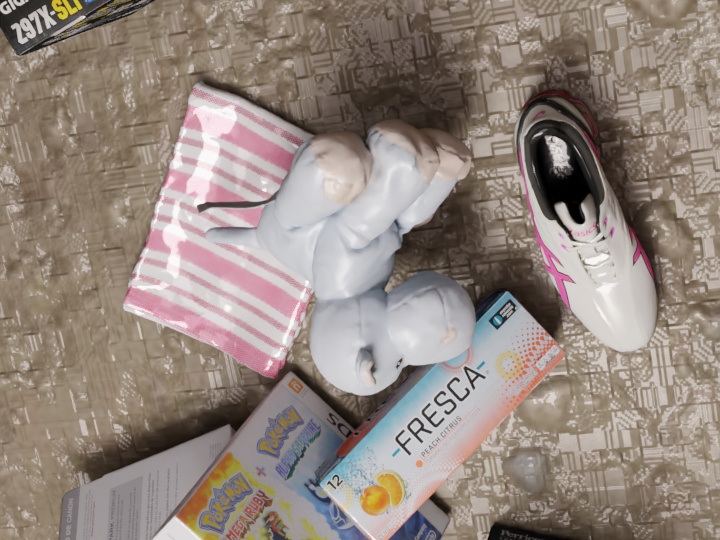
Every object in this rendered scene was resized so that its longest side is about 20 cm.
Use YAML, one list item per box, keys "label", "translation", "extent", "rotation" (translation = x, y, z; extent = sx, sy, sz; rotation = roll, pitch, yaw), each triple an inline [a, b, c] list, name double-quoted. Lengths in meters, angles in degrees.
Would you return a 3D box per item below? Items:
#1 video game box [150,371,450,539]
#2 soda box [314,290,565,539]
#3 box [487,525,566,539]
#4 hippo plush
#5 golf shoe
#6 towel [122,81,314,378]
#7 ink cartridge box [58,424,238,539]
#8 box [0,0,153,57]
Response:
- label: "video game box"
  translation: [-0.038, 0.196, 1.028]
  extent: [0.182, 0.200, 0.047]
  rotation: [40, 126, -1]
- label: "soda box"
  translation: [0.057, 0.108, 1.007]
  extent: [0.200, 0.064, 0.068]
  rotation: [-45, 93, -5]
- label: "box"
  translation: [0.149, 0.295, 1.010]
  extent: [0.146, 0.200, 0.109]
  rotation: [9, 108, 10]
- label: "hippo plush"
  translation: [0.000, 0.000, 0.942]
  extent: [0.197, 0.159, 0.163]
  rotation: [-16, 77, -5]
- label: "golf shoe"
  translation: [0.157, -0.026, 0.968]
  extent: [0.072, 0.092, 0.202]
  rotation: [-21, 102, 18]
- label: "towel"
  translation: [-0.096, -0.029, 1.066]
  extent: [0.145, 0.030, 0.202]
  rotation: [24, 111, 5]
- label: "ink cartridge box"
  translation: [-0.153, 0.250, 1.073]
  extent: [0.174, 0.202, 0.084]
  rotation: [-22, 137, 20]
- label: "box"
  translation: [-0.144, -0.217, 0.928]
  extent: [0.158, 0.200, 0.050]
  rotation: [-27, 100, 21]
